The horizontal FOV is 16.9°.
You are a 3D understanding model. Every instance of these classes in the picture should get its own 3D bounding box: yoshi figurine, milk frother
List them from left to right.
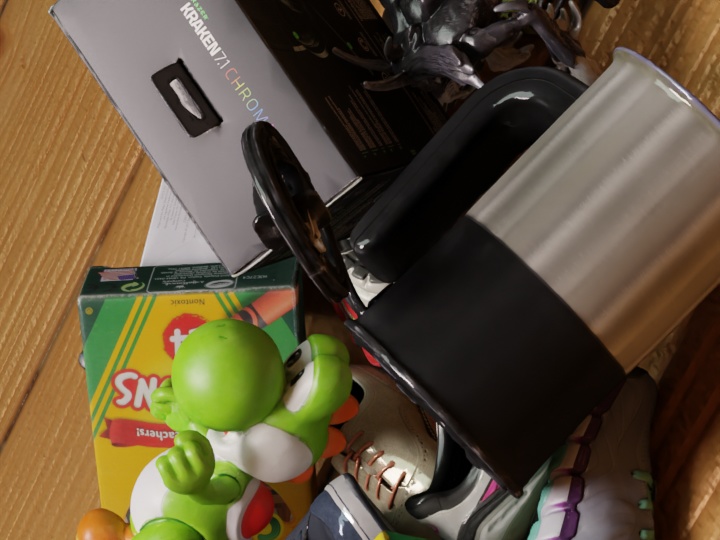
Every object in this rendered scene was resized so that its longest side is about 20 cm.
[{"bbox_3d":[-0.093,0.097,1.311,0.200,0.112,0.113,-47,64,20],"label":"yoshi figurine"},{"bbox_3d":[0.065,-0.032,1.117,0.188,0.200,0.180,-45,63,-3],"label":"milk frother"}]

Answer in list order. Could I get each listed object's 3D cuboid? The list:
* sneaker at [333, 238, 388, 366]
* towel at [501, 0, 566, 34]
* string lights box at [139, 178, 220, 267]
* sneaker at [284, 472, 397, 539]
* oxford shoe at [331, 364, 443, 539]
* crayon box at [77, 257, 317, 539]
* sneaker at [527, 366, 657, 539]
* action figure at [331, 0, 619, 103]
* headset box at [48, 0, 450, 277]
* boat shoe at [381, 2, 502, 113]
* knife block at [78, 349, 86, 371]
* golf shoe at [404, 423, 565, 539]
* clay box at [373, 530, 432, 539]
[{"bbox_3d":[0.000,0.000,1.451,0.200,0.077,0.085,-110,12,-66],"label":"sneaker"},{"bbox_3d":[0.086,-0.213,1.472,0.200,0.023,0.144,13,86,64],"label":"towel"},{"bbox_3d":[-0.077,-0.034,1.508,0.200,0.059,0.103,24,-100,-80],"label":"string lights box"},{"bbox_3d":[-0.041,0.184,1.280,0.146,0.077,0.202,-36,-12,-13],"label":"sneaker"},{"bbox_3d":[0.020,0.117,1.333,0.071,0.074,0.200,-63,28,17],"label":"oxford shoe"},{"bbox_3d":[-0.090,0.096,1.409,0.051,0.126,0.201,-85,-9,-68],"label":"crayon box"},{"bbox_3d":[0.123,0.143,1.160,0.075,0.087,0.201,70,-140,-60],"label":"sneaker"},{"bbox_3d":[0.088,-0.135,1.280,0.200,0.102,0.119,-33,39,-7],"label":"action figure"},{"bbox_3d":[-0.050,-0.100,1.292,0.093,0.174,0.200,-37,-5,21],"label":"headset box"},{"bbox_3d":[0.044,-0.125,1.437,0.064,0.071,0.200,-34,-3,-14],"label":"boat shoe"},{"bbox_3d":[-0.124,0.057,1.531,0.200,0.175,0.064,-10,64,60],"label":"knife block"},{"bbox_3d":[0.081,0.047,1.245,0.073,0.092,0.201,-14,60,61],"label":"golf shoe"},{"bbox_3d":[0.011,0.217,1.245,0.200,0.114,0.048,-53,37,34],"label":"clay box"}]
